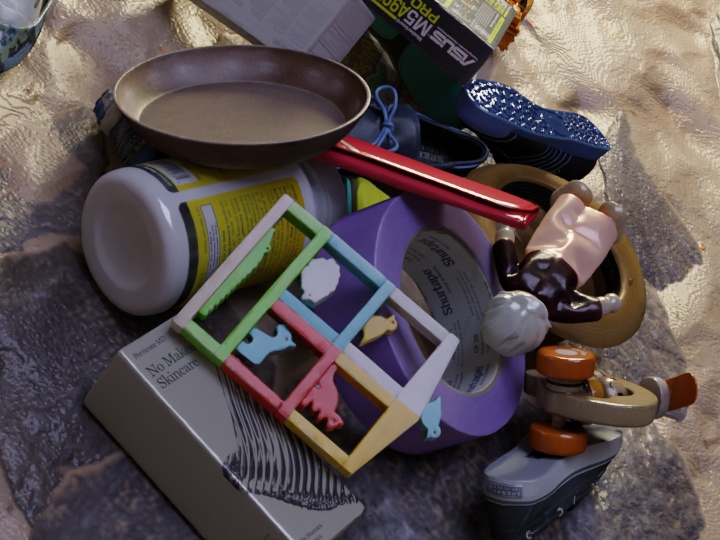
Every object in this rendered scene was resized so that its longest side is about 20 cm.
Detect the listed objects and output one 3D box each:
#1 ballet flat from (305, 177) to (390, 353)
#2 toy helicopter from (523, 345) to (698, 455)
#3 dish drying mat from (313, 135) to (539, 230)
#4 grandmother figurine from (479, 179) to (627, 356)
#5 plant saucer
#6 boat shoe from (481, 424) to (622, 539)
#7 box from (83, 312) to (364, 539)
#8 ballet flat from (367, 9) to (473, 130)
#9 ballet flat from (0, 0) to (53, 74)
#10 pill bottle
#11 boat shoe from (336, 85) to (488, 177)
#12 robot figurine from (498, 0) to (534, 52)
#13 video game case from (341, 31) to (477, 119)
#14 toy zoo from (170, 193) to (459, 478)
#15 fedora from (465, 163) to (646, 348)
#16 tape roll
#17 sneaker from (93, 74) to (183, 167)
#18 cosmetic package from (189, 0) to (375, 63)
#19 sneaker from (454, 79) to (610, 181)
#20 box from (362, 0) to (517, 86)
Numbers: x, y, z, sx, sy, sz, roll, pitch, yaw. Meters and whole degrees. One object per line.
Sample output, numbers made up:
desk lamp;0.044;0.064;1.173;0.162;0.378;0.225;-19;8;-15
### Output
ballet flat;0.000;0.000;1.528;0.067;0.067;0.201;28;40;-16
toy helicopter;0.198;0.093;1.531;0.131;0.079;0.200;3;10;-3
dish drying mat;0.042;-0.076;1.462;0.199;0.018;0.077;19;14;9
grandmother figurine;0.157;0.004;1.521;0.121;0.061;0.200;26;42;16
plant saucer;-0.092;-0.125;1.442;0.199;0.035;0.201;2;27;-1
boat shoe;0.152;0.168;1.494;0.068;0.057;0.200;7;13;31
box;-0.098;0.132;1.331;0.200;0.068;0.082;46;40;7
ballet flat;0.055;-0.215;1.732;0.200;0.070;0.065;56;28;14
ballet flat;-0.280;-0.242;1.538;0.074;0.074;0.201;27;42;-13
pill bottle;-0.108;-0.039;1.446;0.199;0.113;0.113;-16;64;-44
boat shoe;0.028;-0.121;1.597;0.199;0.068;0.085;1;78;-43
robot figurine;0.126;-0.316;1.911;0.145;0.058;0.201;27;42;-15
video game case;0.019;-0.180;1.737;0.181;0.022;0.200;29;42;-12
toy zoo;-0.020;0.056;1.343;0.200;0.020;0.131;41;71;2
fedora;0.155;-0.001;1.628;0.200;0.082;0.201;20;44;-21
tape roll;0.049;0.040;1.467;0.200;0.065;0.201;30;50;-45
sneaker;-0.123;-0.113;1.546;0.199;0.077;0.086;-10;70;-33
cosmetic package;-0.085;-0.241;1.612;0.200;0.083;0.051;38;-5;34
sneaker;0.146;-0.114;1.699;0.199;0.078;0.070;15;36;-44
box;0.058;-0.249;1.657;0.160;0.044;0.200;40;20;-4
